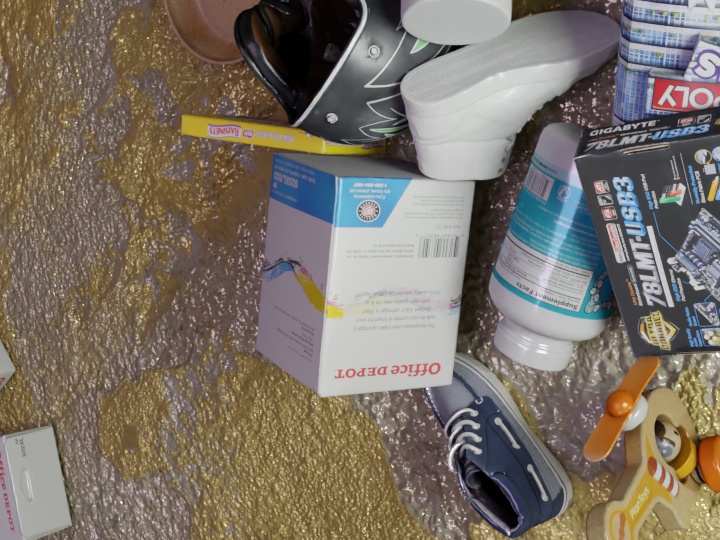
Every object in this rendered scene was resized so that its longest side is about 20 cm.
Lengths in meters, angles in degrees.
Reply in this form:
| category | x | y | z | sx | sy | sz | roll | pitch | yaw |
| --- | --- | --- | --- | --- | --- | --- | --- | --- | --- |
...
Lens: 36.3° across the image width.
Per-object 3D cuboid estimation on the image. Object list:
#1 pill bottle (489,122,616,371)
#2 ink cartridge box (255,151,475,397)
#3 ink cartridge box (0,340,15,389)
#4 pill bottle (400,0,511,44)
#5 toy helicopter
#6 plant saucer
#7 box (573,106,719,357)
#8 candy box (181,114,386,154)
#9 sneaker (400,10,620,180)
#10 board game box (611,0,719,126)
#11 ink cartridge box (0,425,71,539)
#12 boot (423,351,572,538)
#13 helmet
| category | x | y | z | sx | sy | sz | roll | pitch | yaw |
| --- | --- | --- | --- | --- | --- | --- | --- | --- | --- |
| pill bottle | 0.178 | -0.017 | 0.943 | 0.111 | 0.111 | 0.201 | 30 | 114 | 32 |
| ink cartridge box | 0.000 | 0.000 | 1.038 | 0.145 | 0.147 | 0.201 | 26 | 113 | 58 |
| ink cartridge box | -0.606 | 0.164 | 1.531 | 0.147 | 0.200 | 0.083 | -45 | 72 | 34 |
| pill bottle | 0.080 | -0.296 | 0.901 | 0.114 | 0.114 | 0.201 | -8 | 74 | 39 |
| toy helicopter | 0.223 | 0.156 | 0.872 | 0.079 | 0.200 | 0.133 | -19 | 101 | 39 |
| plant saucer | -0.139 | -0.326 | 1.200 | 0.200 | 0.035 | 0.201 | 6 | 99 | 38 |
| box | 0.281 | -0.027 | 0.820 | 0.198 | 0.050 | 0.200 | -6 | 124 | 30 |
| candy box | -0.081 | -0.141 | 1.136 | 0.199 | 0.102 | 0.027 | 12 | 104 | 36 |
| sneaker | 0.134 | -0.149 | 0.966 | 0.116 | 0.199 | 0.074 | 77 | 171 | -49 |
| board game box | 0.288 | -0.137 | 0.811 | 0.199 | 0.062 | 0.201 | 6 | 122 | 15 |
| ink cartridge box | -0.508 | 0.305 | 1.544 | 0.200 | 0.084 | 0.146 | -14 | 87 | 39 |
| boot | 0.110 | 0.156 | 1.031 | 0.200 | 0.090 | 0.073 | 47 | 121 | 24 |
| helmet | -0.003 | -0.213 | 1.004 | 0.200 | 0.200 | 0.191 | -42 | 82 | 34 |
